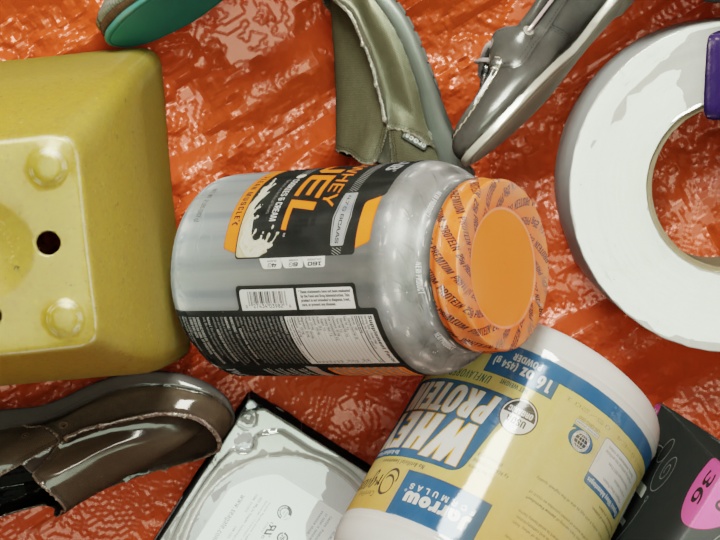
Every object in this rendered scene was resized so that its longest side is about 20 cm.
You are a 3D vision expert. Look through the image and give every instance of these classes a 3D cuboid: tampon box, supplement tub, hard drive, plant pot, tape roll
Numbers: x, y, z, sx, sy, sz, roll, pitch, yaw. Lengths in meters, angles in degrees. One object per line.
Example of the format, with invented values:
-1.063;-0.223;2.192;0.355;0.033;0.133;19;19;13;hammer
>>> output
0.206;0.188;1.291;0.126;0.200;0.150;32;94;-6;tampon box
0.073;0.142;1.279;0.144;0.145;0.200;33;69;-6;supplement tub
-0.023;0.186;1.364;0.200;0.038;0.140;33;94;-6;hard drive
-0.206;-0.020;1.251;0.194;0.200;0.196;-6;98;-2;plant pot
0.000;0.000;1.257;0.199;0.122;0.123;-2;98;35;supplement tub
0.221;-0.054;1.329;0.202;0.071;0.203;0;96;-2;tape roll

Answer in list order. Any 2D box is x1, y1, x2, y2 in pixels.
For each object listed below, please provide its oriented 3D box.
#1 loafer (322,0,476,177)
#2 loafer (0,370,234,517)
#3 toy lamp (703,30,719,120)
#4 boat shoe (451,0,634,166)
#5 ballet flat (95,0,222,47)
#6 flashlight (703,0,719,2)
0.015;-0.093;1.314;0.069;0.075;0.200;-25;97;-4;loafer
-0.171;0.119;1.323;0.199;0.071;0.073;-14;142;7;loafer
0.237;-0.043;1.270;0.058;0.058;0.201;-11;98;-1;toy lamp
0.110;-0.145;1.305;0.057;0.067;0.200;41;73;7;boat shoe
-0.093;-0.190;1.260;0.069;0.200;0.071;-9;83;-37;ballet flat
0.311;-0.192;1.321;0.199;0.068;0.068;6;70;-2;flashlight
